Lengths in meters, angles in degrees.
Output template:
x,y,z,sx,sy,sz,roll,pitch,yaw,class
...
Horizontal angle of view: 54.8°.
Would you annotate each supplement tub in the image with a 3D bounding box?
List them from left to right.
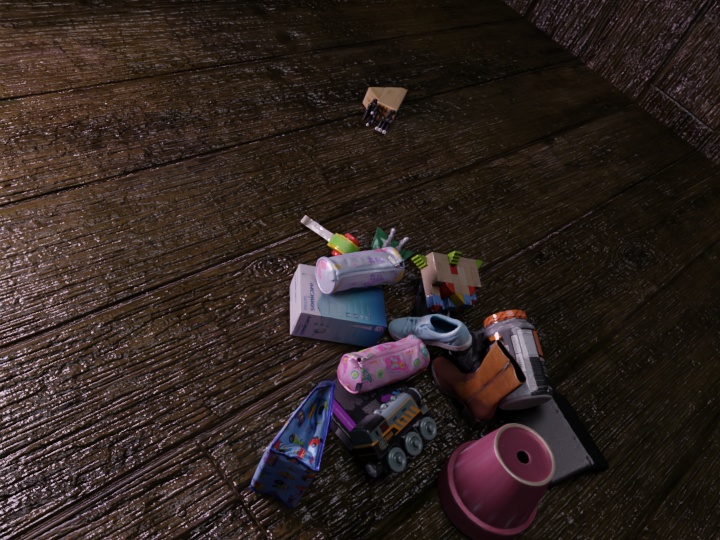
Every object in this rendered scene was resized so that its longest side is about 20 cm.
x,y,z,sx,sy,sz,roll,pitch,yaw,class
0.340,0.196,1.525,0.122,0.123,0.201,2,63,-25,supplement tub

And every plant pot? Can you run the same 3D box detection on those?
x,y,z,sx,sy,sz,roll,pitch,yaw,class
0.274,0.395,1.334,0.199,0.179,0.200,15,43,-14,plant pot

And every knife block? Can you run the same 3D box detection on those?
x,y,z,sx,sy,sz,roll,pitch,yaw,class
0.093,-0.506,2.210,0.200,0.064,0.176,-9,54,-33,knife block

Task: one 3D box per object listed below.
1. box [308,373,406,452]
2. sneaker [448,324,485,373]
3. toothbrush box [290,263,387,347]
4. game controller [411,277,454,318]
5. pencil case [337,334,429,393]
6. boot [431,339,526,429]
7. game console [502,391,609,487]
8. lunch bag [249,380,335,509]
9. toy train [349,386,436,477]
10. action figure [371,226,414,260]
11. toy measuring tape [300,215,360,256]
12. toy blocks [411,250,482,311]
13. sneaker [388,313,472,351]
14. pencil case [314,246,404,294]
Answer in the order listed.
x,y,z,sx,sy,sz,roll,pitch,yaw,class
0.006,0.266,1.433,0.200,0.036,0.143,-27,65,-40,box
0.268,0.153,1.628,0.114,0.075,0.200,41,45,-8,sneaker
-0.053,0.079,1.548,0.199,0.085,0.147,11,44,-18,toothbrush box
0.180,0.097,1.690,0.104,0.042,0.200,33,41,-15,game controller
0.049,0.193,1.439,0.200,0.088,0.088,-10,54,-36,pencil case
0.244,0.215,1.477,0.068,0.200,0.189,-8,53,-30,boot
0.436,0.375,1.553,0.176,0.116,0.200,-24,57,-6,game console
-0.109,0.298,1.258,0.094,0.151,0.200,25,43,-2,lunch bag
0.067,0.312,1.357,0.200,0.085,0.114,-34,98,-41,toy train
0.060,-0.026,1.735,0.118,0.055,0.200,31,46,0,action figure
-0.067,-0.077,1.702,0.200,0.074,0.074,36,43,9,toy measuring tape
0.225,0.036,1.691,0.200,0.100,0.137,8,63,-37,toy blocks
0.149,0.122,1.551,0.199,0.082,0.074,4,49,26,sneaker
0.000,0.000,1.526,0.200,0.083,0.091,-8,17,-32,pencil case
